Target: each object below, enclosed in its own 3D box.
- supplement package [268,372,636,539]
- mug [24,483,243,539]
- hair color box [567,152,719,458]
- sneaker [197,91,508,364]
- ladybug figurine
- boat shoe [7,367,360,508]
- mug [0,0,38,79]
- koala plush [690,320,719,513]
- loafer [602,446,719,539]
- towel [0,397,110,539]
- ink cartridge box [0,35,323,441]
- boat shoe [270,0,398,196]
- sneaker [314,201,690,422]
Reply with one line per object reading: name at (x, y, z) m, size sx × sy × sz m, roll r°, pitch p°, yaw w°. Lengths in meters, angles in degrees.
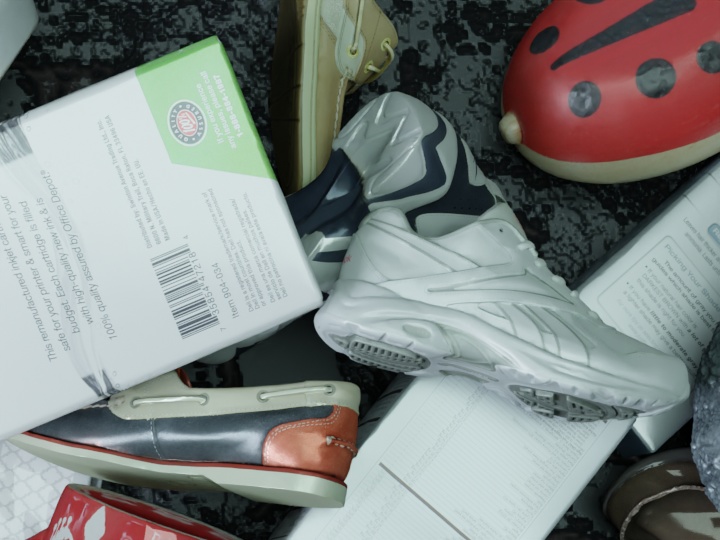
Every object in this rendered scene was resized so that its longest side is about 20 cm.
supplement package at (0.038, 0.127, 1.207) m, size 0.114 × 0.110 × 0.200 m, roll 41°, pitch 77°, yaw -1°
mug at (-0.153, 0.215, 1.128) m, size 0.176 × 0.133 × 0.202 m, roll 21°, pitch 87°, yaw -22°
hair color box at (0.201, 0.006, 1.280) m, size 0.200 × 0.061 × 0.099 m, roll -40°, pitch 90°, yaw -12°
sneaker at (0.000, 0.000, 1.238) m, size 0.199 × 0.080 × 0.129 m, roll -46°, pitch 131°, yaw 13°
ladybug figurine at (0.169, -0.128, 1.272) m, size 0.199 × 0.072 × 0.136 m, roll -30°, pitch 64°, yaw -8°
boat shoe at (-0.093, 0.082, 1.156) m, size 0.198 × 0.071 × 0.063 m, roll 4°, pitch 76°, yaw 23°
mug at (-0.269, -0.137, 1.201) m, size 0.153 × 0.187 × 0.150 m, roll 35°, pitch 45°, yaw -12°
koala plush at (0.293, 0.080, 1.217) m, size 0.183 × 0.199 × 0.178 m, roll -37°, pitch 63°, yaw 22°
loafer at (0.234, 0.157, 1.244) m, size 0.198 × 0.073 × 0.071 m, roll 14°, pitch 41°, yaw -8°
towel at (-0.233, 0.095, 1.207) m, size 0.189 × 0.032 × 0.202 m, roll 11°, pitch 79°, yaw -8°
ink cartridge box at (-0.138, -0.014, 1.118) m, size 0.199 × 0.084 × 0.147 m, roll -22°, pitch 96°, yaw -4°
boat shoe at (-0.012, -0.138, 1.258) m, size 0.066 × 0.074 × 0.202 m, roll 4°, pitch 88°, yaw -16°
sneaker at (0.082, 0.016, 1.140) m, size 0.198 × 0.078 × 0.100 m, roll 17°, pitch 74°, yaw -6°
